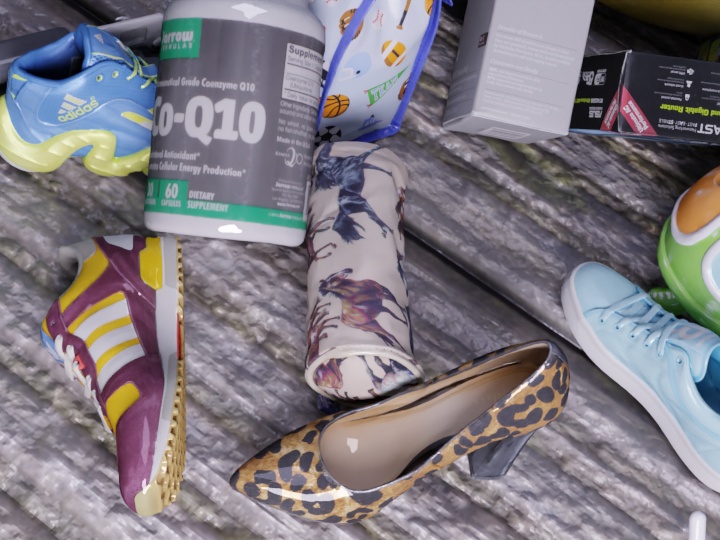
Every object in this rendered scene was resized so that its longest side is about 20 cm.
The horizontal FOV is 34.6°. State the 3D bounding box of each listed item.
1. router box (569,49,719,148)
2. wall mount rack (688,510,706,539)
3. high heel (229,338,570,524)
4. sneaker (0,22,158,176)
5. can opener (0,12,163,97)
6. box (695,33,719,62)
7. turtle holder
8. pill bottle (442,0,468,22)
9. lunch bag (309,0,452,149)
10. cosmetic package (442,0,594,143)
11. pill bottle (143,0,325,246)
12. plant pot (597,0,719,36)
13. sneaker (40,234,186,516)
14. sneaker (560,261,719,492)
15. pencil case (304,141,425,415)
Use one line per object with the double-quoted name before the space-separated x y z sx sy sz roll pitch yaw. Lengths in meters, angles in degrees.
"router box" 0.266 -0.134 0.938 0.197 0.063 0.150 5 7 -13
"wall mount rack" 0.265 0.237 0.694 0.197 0.075 0.175 1 53 -17
"high heel" 0.024 0.088 0.693 0.198 0.143 0.072 -4 54 -20
"sneaker" -0.160 -0.120 0.824 0.198 0.106 0.076 -7 55 -21
"can opener" -0.225 -0.149 0.861 0.198 0.053 0.067 -17 60 -27
"box" 0.374 -0.177 0.993 0.109 0.035 0.200 14 6 -6
"turtle holder" 0.317 -0.005 0.851 0.140 0.132 0.186 -25 63 -31
"pill bottle" 0.135 -0.325 1.069 0.111 0.112 0.201 22 50 1
"lunch bag" -0.023 -0.216 0.879 0.123 0.201 0.170 -25 62 -31
"cosmetic package" 0.132 -0.208 0.918 0.089 0.107 0.203 9 89 -9
"pill bottle" -0.083 -0.122 0.784 0.112 0.113 0.203 5 90 -12
"plant pot" 0.270 -0.317 1.071 0.140 0.201 0.202 0 50 7
"sneaker" -0.153 0.062 0.714 0.089 0.075 0.201 -1 47 -7
"sneaker" 0.226 0.057 0.818 0.073 0.082 0.200 -25 64 -32
"pencil case" 0.000 0.000 0.799 0.077 0.090 0.202 -10 51 9
